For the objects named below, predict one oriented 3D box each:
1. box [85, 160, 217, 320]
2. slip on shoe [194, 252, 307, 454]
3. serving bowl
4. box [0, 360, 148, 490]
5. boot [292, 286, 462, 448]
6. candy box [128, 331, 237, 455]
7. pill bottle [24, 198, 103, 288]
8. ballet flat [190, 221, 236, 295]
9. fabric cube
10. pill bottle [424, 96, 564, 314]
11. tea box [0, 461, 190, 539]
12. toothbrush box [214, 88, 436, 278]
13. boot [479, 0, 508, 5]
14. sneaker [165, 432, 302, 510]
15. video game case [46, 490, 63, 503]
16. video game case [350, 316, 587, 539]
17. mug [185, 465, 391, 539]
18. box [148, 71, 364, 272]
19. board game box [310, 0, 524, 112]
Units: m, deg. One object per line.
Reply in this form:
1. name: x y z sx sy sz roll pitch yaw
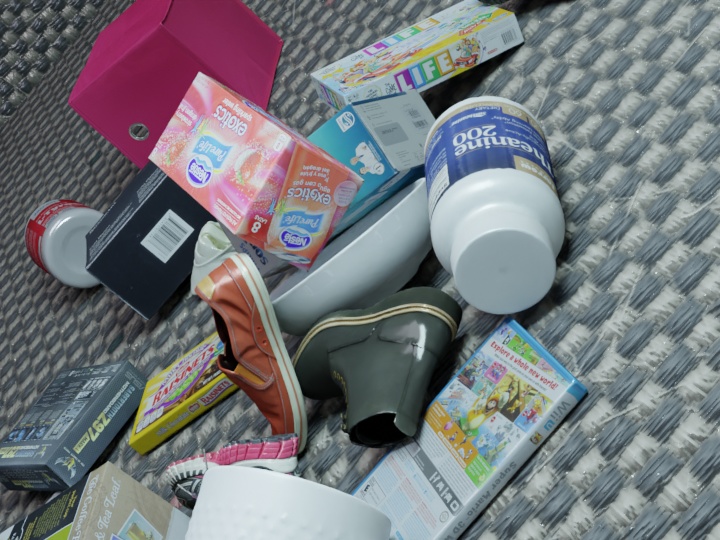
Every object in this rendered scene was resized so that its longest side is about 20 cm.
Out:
1. box: -0.242 -0.065 1.927 0.200 0.104 0.182 -48 18 5
2. slip on shoe: -0.097 0.081 1.380 0.061 0.201 0.074 -25 27 -14
3. serving bowl: 0.000 0.000 1.440 0.200 0.066 0.200 -37 5 4
4. box: -0.345 0.184 1.817 0.200 0.051 0.158 -13 34 55
5. boot: -0.009 0.103 1.317 0.200 0.077 0.139 -33 28 46
6. candy box: -0.169 0.113 1.661 0.200 0.026 0.102 -36 24 30
7. pill bottle: -0.418 -0.043 2.219 0.112 0.112 0.200 -54 24 -8
8. ballet flat: -0.146 -0.043 1.798 0.200 0.069 0.070 -35 28 32
9. fabric cube: -0.253 -0.276 2.163 0.199 0.196 0.200 -33 28 30
10. pill bottle: 0.112 -0.054 1.297 0.111 0.111 0.200 -40 26 23
11. tea box: -0.259 0.316 1.392 0.196 0.133 0.201 -35 29 34
12. toothbrush box: -0.024 -0.085 1.539 0.200 0.085 0.146 -38 -8 30
13. boot: 0.212 -0.360 1.604 0.210 0.080 0.158 1 42 46
14. sneaker: -0.117 0.197 1.392 0.200 0.080 0.075 -27 70 60
15. video game case: -0.369 0.347 1.681 0.182 0.022 0.200 -48 24 8
16. video game case: 0.078 0.137 1.198 0.200 0.018 0.143 -49 23 4
17. mug: -0.047 0.252 1.119 0.199 0.148 0.176 2 66 32
18. box: -0.100 -0.093 1.421 0.103 0.094 0.200 -58 38 6
19. board game box: 0.057 -0.224 1.636 0.199 0.034 0.134 -27 22 -9
